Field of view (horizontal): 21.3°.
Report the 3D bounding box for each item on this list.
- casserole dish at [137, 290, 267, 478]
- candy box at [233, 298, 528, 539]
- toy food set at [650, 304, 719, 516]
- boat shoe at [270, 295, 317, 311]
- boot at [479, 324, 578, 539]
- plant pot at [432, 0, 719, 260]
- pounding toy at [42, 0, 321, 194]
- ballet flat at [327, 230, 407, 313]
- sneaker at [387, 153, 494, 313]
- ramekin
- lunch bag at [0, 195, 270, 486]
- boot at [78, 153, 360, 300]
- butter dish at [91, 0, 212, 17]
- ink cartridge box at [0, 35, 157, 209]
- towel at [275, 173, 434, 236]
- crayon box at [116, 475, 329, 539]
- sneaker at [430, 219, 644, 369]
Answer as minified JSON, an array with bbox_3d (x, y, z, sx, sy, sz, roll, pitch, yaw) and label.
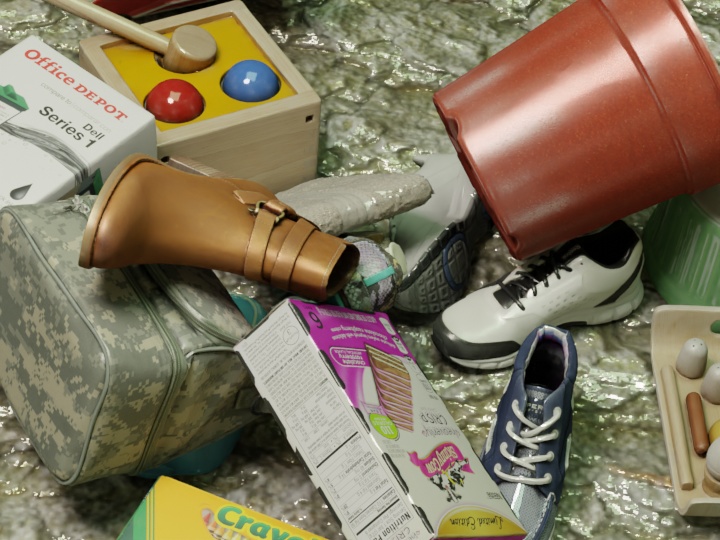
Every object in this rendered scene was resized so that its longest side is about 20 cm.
[{"bbox_3d":[-0.137,0.074,1.468,0.121,0.039,0.200,14,43,8],"label":"casserole dish"},{"bbox_3d":[0.015,0.118,1.318,0.136,0.061,0.200,10,43,-58],"label":"candy box"},{"bbox_3d":[0.306,0.106,1.459,0.143,0.061,0.201,2,46,-3],"label":"toy food set"},{"bbox_3d":[-0.009,0.093,1.439,0.062,0.072,0.200,-35,57,-28],"label":"boat shoe"},{"bbox_3d":[0.116,0.133,1.393,0.072,0.091,0.200,10,43,5],"label":"boot"},{"bbox_3d":[0.173,-0.116,1.495,0.195,0.201,0.201,-28,48,3],"label":"plant pot"},{"bbox_3d":[-0.160,-0.157,1.632,0.183,0.143,0.200,-18,48,-23],"label":"pounding toy"},{"bbox_3d":[0.000,0.000,1.478,0.072,0.072,0.200,-2,6,-8],"label":"ballet flat"},{"bbox_3d":[0.055,-0.032,1.588,0.087,0.075,0.200,7,35,20],"label":"sneaker"},{"bbox_3d":[0.340,-0.040,1.591,0.199,0.098,0.201,3,43,-3],"label":"ramekin"},{"bbox_3d":[-0.167,0.040,1.383,0.167,0.140,0.200,-6,43,-38],"label":"lunch bag"},{"bbox_3d":[-0.094,-0.015,1.311,0.155,0.077,0.200,27,14,13],"label":"boot"},{"bbox_3d":[-0.153,-0.321,1.755,0.199,0.149,0.200,-17,8,-21],"label":"butter dish"},{"bbox_3d":[-0.275,-0.077,1.487,0.146,0.085,0.200,33,54,22],"label":"ink cartridge box"},{"bbox_3d":[-0.042,-0.048,1.529,0.132,0.035,0.200,-21,10,-27],"label":"towel"},{"bbox_3d":[-0.075,0.229,1.295,0.199,0.058,0.119,19,45,14],"label":"crayon box"},{"bbox_3d":[0.142,0.014,1.531,0.199,0.080,0.074,-22,52,-24],"label":"sneaker"}]
